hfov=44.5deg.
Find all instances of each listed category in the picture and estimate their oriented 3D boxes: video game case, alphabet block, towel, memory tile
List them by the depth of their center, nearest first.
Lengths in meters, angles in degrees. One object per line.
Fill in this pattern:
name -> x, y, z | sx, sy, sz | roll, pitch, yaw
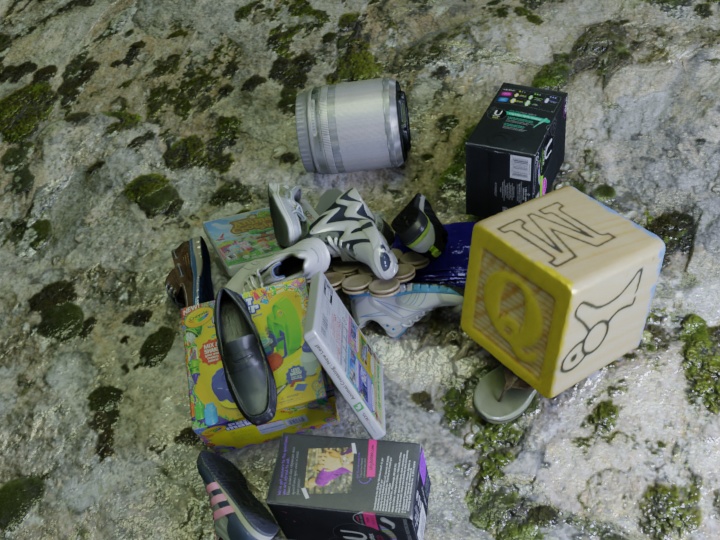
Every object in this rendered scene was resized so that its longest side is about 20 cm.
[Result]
video game case -> -0.021, 0.115, 1.243 | 0.022, 0.184, 0.201 | -29, 19, 11
alphabet block -> 0.283, 0.024, 1.258 | 0.197, 0.199, 0.196 | -21, 40, -31
memory tile -> 0.000, 0.000, 1.410 | 0.197, 0.017, 0.153 | 6, 28, 31
towel -> 0.147, -0.026, 1.460 | 0.195, 0.050, 0.150 | -1, 52, 11
video game case -> -0.155, -0.060, 1.511 | 0.196, 0.022, 0.182 | -14, 32, -18

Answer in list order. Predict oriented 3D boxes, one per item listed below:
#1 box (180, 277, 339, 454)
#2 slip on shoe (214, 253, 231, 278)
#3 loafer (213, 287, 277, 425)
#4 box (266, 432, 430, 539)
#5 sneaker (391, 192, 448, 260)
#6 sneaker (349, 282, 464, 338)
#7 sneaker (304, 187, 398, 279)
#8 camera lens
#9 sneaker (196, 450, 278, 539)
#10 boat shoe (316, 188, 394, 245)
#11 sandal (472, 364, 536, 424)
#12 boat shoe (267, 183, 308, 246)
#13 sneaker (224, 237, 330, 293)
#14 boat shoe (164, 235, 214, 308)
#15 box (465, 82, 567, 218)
box -> -0.150, 0.143, 1.314 | 0.196, 0.123, 0.196 | -14, 61, 2
slip on shoe -> -0.161, -0.003, 1.497 | 0.197, 0.075, 0.061 | 21, 54, 32
loafer -> -0.166, 0.117, 1.220 | 0.067, 0.071, 0.203 | -20, 61, -2
box -> -0.012, 0.299, 1.181 | 0.195, 0.123, 0.108 | 2, 52, 14
sneaker -> 0.101, -0.062, 1.431 | 0.072, 0.083, 0.201 | -46, 12, 16
sneaker -> 0.075, 0.062, 1.391 | 0.196, 0.075, 0.089 | -3, 85, 22
sneaker -> -0.025, -0.033, 1.390 | 0.128, 0.080, 0.201 | -33, 50, 7
camera lens -> -0.010, -0.264, 1.614 | 0.195, 0.161, 0.162 | -5, 50, 7
sneaker -> -0.191, 0.334, 1.232 | 0.200, 0.069, 0.083 | 40, 105, 50
boat shoe -> -0.012, -0.085, 1.532 | 0.069, 0.056, 0.199 | -58, 37, 2
sandal -> 0.242, 0.146, 1.292 | 0.199, 0.058, 0.080 | -35, 55, -18
boat shoe -> -0.118, -0.100, 1.485 | 0.063, 0.076, 0.202 | -7, 22, -9
sneaker -> -0.144, 0.008, 1.358 | 0.198, 0.087, 0.076 | -30, 87, 20
boat shoe -> -0.293, 0.027, 1.506 | 0.071, 0.073, 0.202 | -17, 40, 3
box -> 0.266, -0.200, 1.494 | 0.122, 0.151, 0.201 | 13, 44, 21
